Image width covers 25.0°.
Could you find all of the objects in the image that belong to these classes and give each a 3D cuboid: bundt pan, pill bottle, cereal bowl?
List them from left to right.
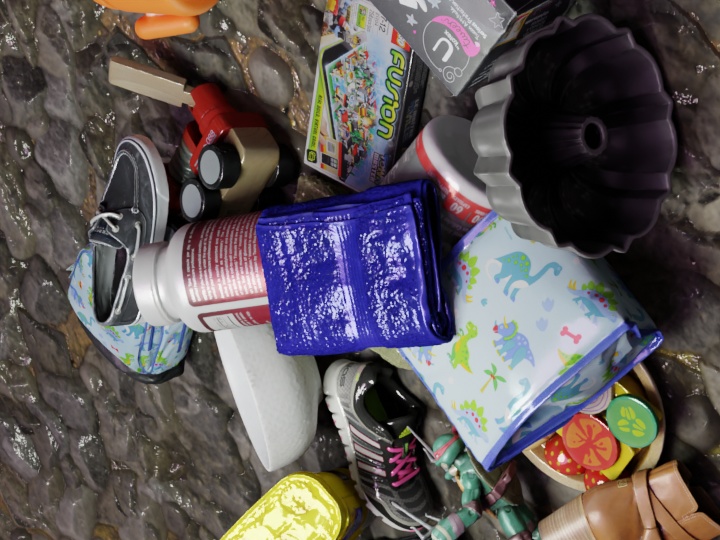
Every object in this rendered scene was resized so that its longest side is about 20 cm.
[{"bbox_3d":[-0.122,0.001,1.633,0.199,0.113,0.114,-8,108,18],"label":"pill bottle"},{"bbox_3d":[-0.094,0.109,1.753,0.200,0.083,0.201,161,90,-80],"label":"cereal bowl"},{"bbox_3d":[0.055,-0.038,1.526,0.114,0.114,0.200,47,123,12],"label":"pill bottle"},{"bbox_3d":[0.171,-0.110,1.360,0.076,0.201,0.203,-2,111,54],"label":"bundt pan"}]

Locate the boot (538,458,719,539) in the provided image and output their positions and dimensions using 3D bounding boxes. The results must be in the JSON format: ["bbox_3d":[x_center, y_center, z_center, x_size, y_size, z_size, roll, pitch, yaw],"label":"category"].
[{"bbox_3d":[0.283,0.273,1.550,0.154,0.074,0.200,-30,121,20],"label":"boot"}]

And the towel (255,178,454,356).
[{"bbox_3d":[-0.011,0.002,1.478,0.199,0.049,0.149,-7,90,40],"label":"towel"}]

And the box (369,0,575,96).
[{"bbox_3d":[0.079,-0.273,1.392,0.200,0.132,0.115,50,139,10],"label":"box"}]

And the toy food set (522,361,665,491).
[{"bbox_3d":[0.201,0.126,1.557,0.200,0.049,0.198,41,133,18],"label":"toy food set"}]

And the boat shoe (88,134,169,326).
[{"bbox_3d":[-0.250,-0.040,1.691,0.071,0.068,0.201,15,103,38],"label":"boat shoe"}]

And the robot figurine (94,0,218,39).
[{"bbox_3d":[-0.210,-0.314,1.635,0.199,0.117,0.144,12,157,37],"label":"robot figurine"}]

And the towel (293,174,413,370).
[{"bbox_3d":[0.000,0.000,1.676,0.200,0.036,0.149,34,129,24],"label":"towel"}]

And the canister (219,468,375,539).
[{"bbox_3d":[-0.064,0.279,1.736,0.149,0.200,0.087,-45,79,6],"label":"canister"}]

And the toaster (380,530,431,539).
[{"bbox_3d":[0.058,0.361,1.765,0.200,0.114,0.130,-24,99,43],"label":"toaster"}]

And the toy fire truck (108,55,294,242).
[{"bbox_3d":[-0.190,-0.127,1.733,0.200,0.128,0.176,59,134,29],"label":"toy fire truck"}]

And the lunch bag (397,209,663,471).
[{"bbox_3d":[0.140,0.055,1.459,0.200,0.127,0.170,-42,64,15],"label":"lunch bag"}]

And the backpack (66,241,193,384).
[{"bbox_3d":[-0.252,0.019,1.839,0.163,0.153,0.200,47,128,16],"label":"backpack"}]

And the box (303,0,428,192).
[{"bbox_3d":[0.008,-0.173,1.577,0.110,0.035,0.201,29,128,27],"label":"box"}]

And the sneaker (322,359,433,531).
[{"bbox_3d":[0.031,0.182,1.717,0.087,0.074,0.201,-21,93,51],"label":"sneaker"}]

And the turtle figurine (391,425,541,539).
[{"bbox_3d":[0.120,0.229,1.628,0.200,0.150,0.101,43,120,1],"label":"turtle figurine"}]
